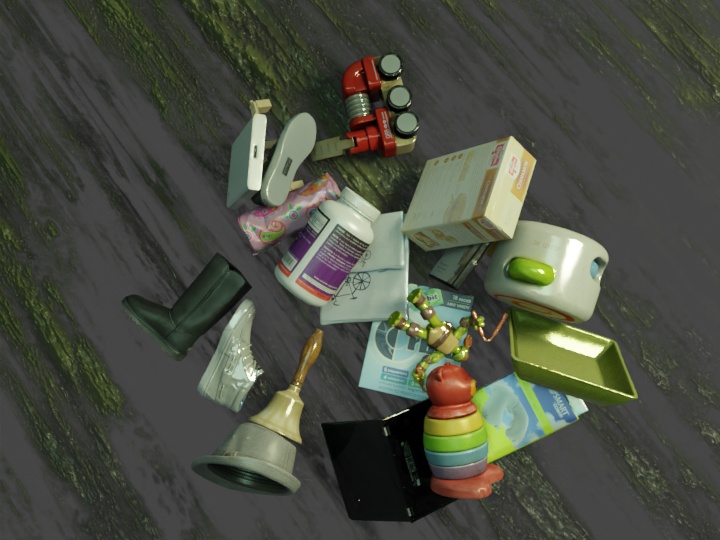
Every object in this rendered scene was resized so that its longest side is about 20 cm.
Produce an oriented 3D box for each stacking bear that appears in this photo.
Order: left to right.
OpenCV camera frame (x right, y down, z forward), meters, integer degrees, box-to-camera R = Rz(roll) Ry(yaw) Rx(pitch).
[{"bbox_3d":[0.155,0.252,1.165,0.113,0.121,0.201,-7,92,27],"label":"stacking bear"}]

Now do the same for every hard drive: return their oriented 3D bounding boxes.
[{"bbox_3d":[-0.208,-0.192,1.296,0.026,0.200,0.133,6,83,-20],"label":"hard drive"}]

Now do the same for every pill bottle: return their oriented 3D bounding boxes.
[{"bbox_3d":[-0.054,-0.043,1.249,0.112,0.112,0.200,38,97,12],"label":"pill bottle"}]

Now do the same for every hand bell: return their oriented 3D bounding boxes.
[{"bbox_3d":[-0.114,0.200,1.296,0.104,0.104,0.201,21,74,11],"label":"hand bell"}]

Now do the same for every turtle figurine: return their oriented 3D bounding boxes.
[{"bbox_3d":[0.137,0.102,1.213,0.161,0.064,0.200,41,108,-12],"label":"turtle figurine"}]

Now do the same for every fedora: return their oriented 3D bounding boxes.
[{"bbox_3d":[-0.189,0.326,1.251,0.200,0.177,0.091,-13,49,40],"label":"fedora"}]

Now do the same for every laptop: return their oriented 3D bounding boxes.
[{"bbox_3d":[0.063,0.327,1.250,0.199,0.116,0.188,-19,98,-21],"label":"laptop"}]

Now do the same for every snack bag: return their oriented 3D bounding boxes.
[{"bbox_3d":[0.000,0.000,1.289,0.188,0.021,0.201,-5,78,26],"label":"snack bag"}]

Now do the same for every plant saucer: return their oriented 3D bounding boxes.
[{"bbox_3d":[0.329,0.146,1.164,0.199,0.200,0.048,19,112,3],"label":"plant saucer"}]

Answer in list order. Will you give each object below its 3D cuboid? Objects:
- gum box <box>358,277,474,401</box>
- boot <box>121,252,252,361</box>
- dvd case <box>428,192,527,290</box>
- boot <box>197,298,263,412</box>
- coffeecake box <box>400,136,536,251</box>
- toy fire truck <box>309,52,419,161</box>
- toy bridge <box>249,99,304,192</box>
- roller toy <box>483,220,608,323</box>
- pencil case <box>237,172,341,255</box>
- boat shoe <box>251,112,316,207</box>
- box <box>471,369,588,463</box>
[{"bbox_3d":[0.101,0.128,1.276,0.169,0.045,0.201,11,86,10],"label":"gum box"},{"bbox_3d":[-0.327,0.043,1.346,0.165,0.066,0.200,43,94,3],"label":"boot"},{"bbox_3d":[0.200,-0.059,1.237,0.018,0.143,0.200,36,90,-12],"label":"dvd case"},{"bbox_3d":[-0.216,0.159,1.319,0.095,0.074,0.201,27,96,6],"label":"boot"},{"bbox_3d":[0.179,-0.124,1.203,0.073,0.200,0.154,34,66,-30],"label":"coffeecake box"},{"bbox_3d":[-0.007,-0.284,1.320,0.199,0.129,0.177,-14,80,-3],"label":"toy fire truck"},{"bbox_3d":[-0.173,-0.235,1.358,0.067,0.027,0.201,-17,79,-35],"label":"toy bridge"},{"bbox_3d":[0.308,-0.003,1.189,0.182,0.200,0.140,20,85,-14],"label":"roller toy"},{"bbox_3d":[-0.127,-0.104,1.325,0.199,0.087,0.088,-26,79,5],"label":"pencil case"},{"bbox_3d":[-0.144,-0.204,1.306,0.056,0.069,0.201,1,60,42],"label":"boat shoe"},{"bbox_3d":[0.277,0.235,1.232,0.199,0.048,0.122,-28,80,6],"label":"box"}]
